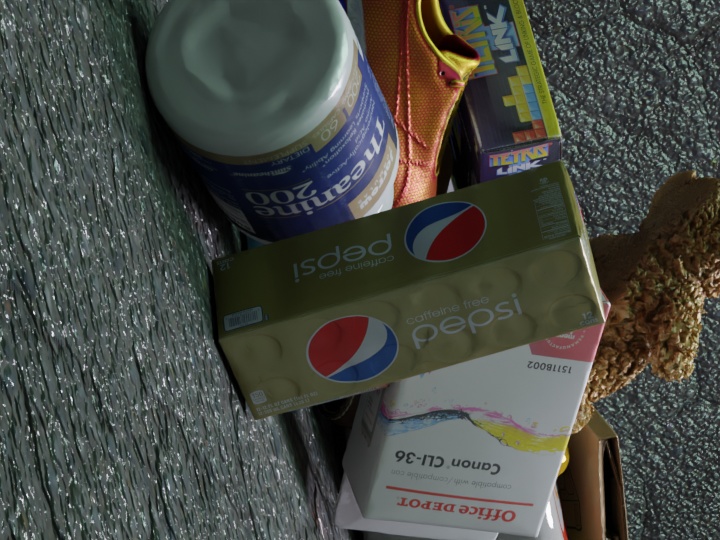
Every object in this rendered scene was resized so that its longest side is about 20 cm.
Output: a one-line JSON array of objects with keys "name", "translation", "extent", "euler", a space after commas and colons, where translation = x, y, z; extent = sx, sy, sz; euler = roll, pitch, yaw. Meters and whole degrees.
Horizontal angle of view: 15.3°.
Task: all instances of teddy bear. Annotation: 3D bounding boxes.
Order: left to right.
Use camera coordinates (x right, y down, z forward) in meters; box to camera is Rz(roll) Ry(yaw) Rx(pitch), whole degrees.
[{"name": "teddy bear", "translation": [0.169, 0.028, 1.679], "extent": [0.145, 0.200, 0.067], "euler": [1, -44, 53]}]

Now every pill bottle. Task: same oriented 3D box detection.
[{"name": "pill bottle", "translation": [-0.040, -0.078, 1.458], "extent": [0.200, 0.110, 0.112], "euler": [61, 16, -65]}]

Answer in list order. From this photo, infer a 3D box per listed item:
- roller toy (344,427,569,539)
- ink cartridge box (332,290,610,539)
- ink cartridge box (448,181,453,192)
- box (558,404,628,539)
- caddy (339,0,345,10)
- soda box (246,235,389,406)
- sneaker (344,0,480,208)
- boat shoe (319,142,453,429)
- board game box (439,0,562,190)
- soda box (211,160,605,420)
[{"name": "roller toy", "translation": [0.070, 0.131, 1.783], "extent": [0.183, 0.139, 0.201], "euler": [-95, 171, -51]}, {"name": "ink cartridge box", "translation": [0.062, 0.087, 1.588], "extent": [0.068, 0.116, 0.201], "euler": [-114, -145, -61]}, {"name": "ink cartridge box", "translation": [0.064, -0.092, 1.931], "extent": [0.200, 0.082, 0.148], "euler": [101, -11, -62]}, {"name": "box", "translation": [0.141, 0.139, 1.891], "extent": [0.200, 0.021, 0.164], "euler": [-126, -156, -58]}, {"name": "caddy", "translation": [-0.056, -0.194, 1.602], "extent": [0.142, 0.104, 0.201], "euler": [-89, 163, -65]}, {"name": "soda box", "translation": [-0.030, -0.012, 1.591], "extent": [0.201, 0.068, 0.064], "euler": [-97, 171, -47]}, {"name": "sneaker", "translation": [0.034, -0.098, 1.599], "extent": [0.073, 0.077, 0.201], "euler": [-69, 158, -61]}, {"name": "boat shoe", "translation": [0.000, 0.000, 1.703], "extent": [0.070, 0.070, 0.201], "euler": [18, 79, -35]}, {"name": "board game box", "translation": [0.079, -0.116, 1.717], "extent": [0.166, 0.056, 0.201], "euler": [83, -6, -59]}, {"name": "soda box", "translation": [0.025, 0.011, 1.423], "extent": [0.064, 0.199, 0.068], "euler": [-98, 170, -47]}]
